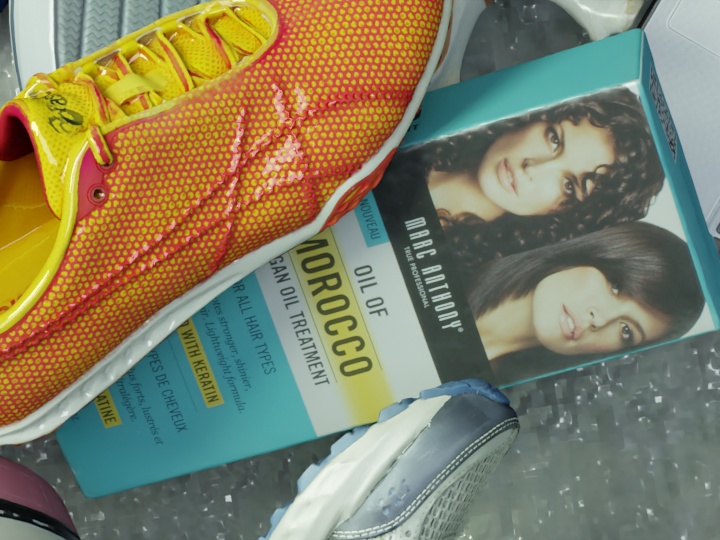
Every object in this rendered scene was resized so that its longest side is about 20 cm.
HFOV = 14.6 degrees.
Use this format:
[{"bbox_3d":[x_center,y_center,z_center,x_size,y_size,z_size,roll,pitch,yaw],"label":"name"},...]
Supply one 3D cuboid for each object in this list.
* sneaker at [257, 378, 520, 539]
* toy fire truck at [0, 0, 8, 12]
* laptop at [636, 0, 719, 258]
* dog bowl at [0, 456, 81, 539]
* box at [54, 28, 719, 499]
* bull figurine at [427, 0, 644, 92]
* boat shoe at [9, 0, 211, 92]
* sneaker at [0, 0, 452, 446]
[{"bbox_3d":[0.001,0.126,0.801,0.085,0.077,0.200,33,99,19],"label":"sneaker"},{"bbox_3d":[-0.201,-0.103,0.864,0.168,0.112,0.200,40,87,-22],"label":"toy fire truck"},{"bbox_3d":[0.188,-0.052,0.848,0.200,0.116,0.187,31,86,2],"label":"laptop"},{"bbox_3d":[-0.161,0.111,0.801,0.200,0.200,0.074,-11,66,-1],"label":"dog bowl"},{"bbox_3d":[0.000,0.000,0.828,0.200,0.049,0.082,-16,109,13],"label":"box"},{"bbox_3d":[0.020,-0.086,0.870,0.121,0.065,0.200,29,97,0],"label":"bull figurine"},{"bbox_3d":[-0.078,-0.123,0.870,0.074,0.067,0.200,22,68,-36],"label":"boat shoe"},{"bbox_3d":[-0.052,-0.034,0.766,0.200,0.077,0.073,-44,50,-12],"label":"sneaker"}]
